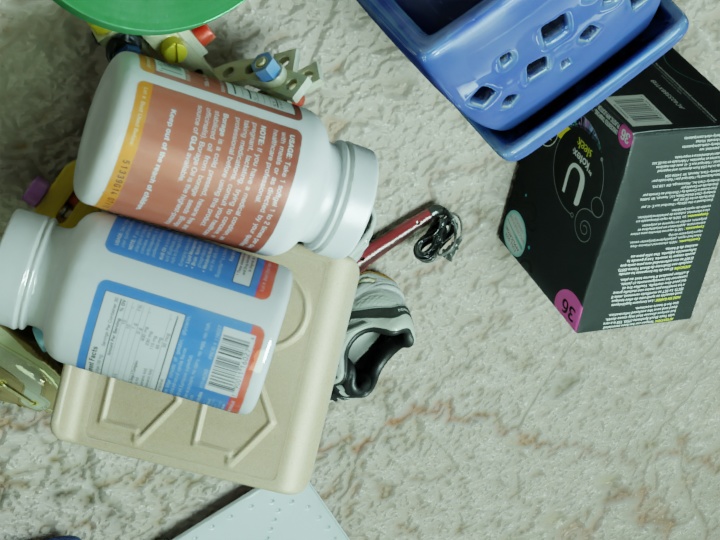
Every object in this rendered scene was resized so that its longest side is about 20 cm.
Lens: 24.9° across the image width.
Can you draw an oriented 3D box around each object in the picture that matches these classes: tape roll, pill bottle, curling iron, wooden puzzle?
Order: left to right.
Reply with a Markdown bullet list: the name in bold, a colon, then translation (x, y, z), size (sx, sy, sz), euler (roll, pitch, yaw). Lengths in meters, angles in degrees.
- **pill bottle**: translation (-0.156, 0.023, 1.147), size (0.200, 0.112, 0.112), euler (18, 119, -5)
- **tape roll**: translation (-0.141, -0.257, 1.079), size (0.200, 0.048, 0.201), euler (-1, 95, -13)
- **wooden puzzle**: translation (-0.116, 0.058, 1.230), size (0.200, 0.046, 0.186), euler (13, 92, -5)
- **pill bottle**: translation (-0.094, -0.075, 1.162), size (0.200, 0.112, 0.112), euler (17, 117, -18)
- **curling iron**: translation (0.000, 0.000, 1.420), size (0.200, 0.050, 0.026), euler (-25, 153, -2)

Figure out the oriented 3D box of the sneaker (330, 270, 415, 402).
- **sneaker**: translation (-0.036, 0.090, 1.442), size (0.200, 0.088, 0.076), euler (-45, 134, 12)

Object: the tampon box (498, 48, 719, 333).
- **tampon box**: translation (0.225, -0.073, 1.407), size (0.126, 0.150, 0.200), euler (-5, 127, -25)

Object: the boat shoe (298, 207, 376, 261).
- **boat shoe**: translation (-0.067, 0.006, 1.286), size (0.200, 0.072, 0.066), euler (-30, 174, -23)

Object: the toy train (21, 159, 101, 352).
- **toy train**: translation (-0.179, -0.026, 1.271), size (0.200, 0.056, 0.150), euler (-29, 97, -4)

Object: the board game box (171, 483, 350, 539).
- **board game box**: translation (-0.111, 0.292, 1.600), size (0.200, 0.026, 0.200), euler (-31, 132, -2)

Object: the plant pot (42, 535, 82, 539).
- **plant pot**: translation (-0.307, 0.358, 1.445), size (0.200, 0.180, 0.200), euler (-12, 129, -19)

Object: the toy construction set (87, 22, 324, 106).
- **toy construction set**: translation (-0.121, -0.182, 1.194), size (0.131, 0.092, 0.200), euler (-38, 122, 4)

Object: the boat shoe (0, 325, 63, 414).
- **boat shoe**: translation (-0.277, 0.073, 1.323), size (0.066, 0.074, 0.200), euler (-29, 132, 13)

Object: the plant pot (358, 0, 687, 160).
- **plant pot**: translation (0.112, -0.214, 1.207), size (0.200, 0.200, 0.180), euler (-38, 140, 3)
